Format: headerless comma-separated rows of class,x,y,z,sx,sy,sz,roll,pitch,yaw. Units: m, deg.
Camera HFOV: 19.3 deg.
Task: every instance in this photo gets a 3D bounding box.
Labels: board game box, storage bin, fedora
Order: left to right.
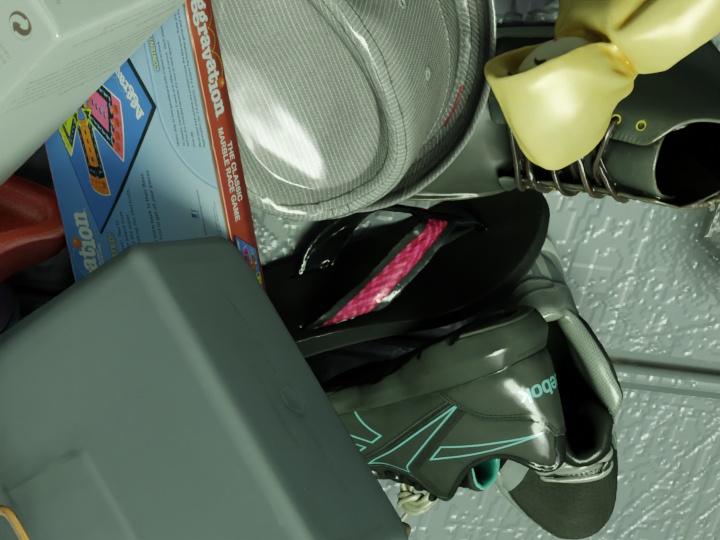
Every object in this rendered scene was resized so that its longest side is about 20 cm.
board game box,-0.095,-0.043,0.932,0.102,0.019,0.202,6,115,35
storage bin,-0.084,0.086,0.871,0.134,0.201,0.145,-38,166,24
fedora,-0.030,-0.102,0.943,0.175,0.091,0.202,-9,116,13

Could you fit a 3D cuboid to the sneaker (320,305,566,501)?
sneaker,0.021,0.081,1.052,0.199,0.075,0.080,-22,93,45

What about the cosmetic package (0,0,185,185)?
cosmetic package,-0.159,-0.088,0.880,0.200,0.101,0.074,-35,88,42

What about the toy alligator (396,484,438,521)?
toy alligator,-0.017,0.179,1.168,0.200,0.059,0.054,-47,162,11

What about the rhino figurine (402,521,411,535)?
rhino figurine,-0.024,0.161,1.002,0.087,0.201,0.060,32,115,-17

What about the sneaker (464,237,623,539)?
sneaker,0.102,0.086,1.099,0.074,0.116,0.201,-22,122,-3

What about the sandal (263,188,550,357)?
sandal,0.000,0.000,1.050,0.198,0.075,0.045,-20,130,2

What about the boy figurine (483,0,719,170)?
boy figurine,0.129,-0.134,0.970,0.200,0.124,0.064,-48,119,-8

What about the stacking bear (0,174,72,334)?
stacking bear,-0.212,0.059,1.015,0.113,0.121,0.202,23,125,20

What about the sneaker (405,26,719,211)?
sneaker,0.090,-0.066,1.013,0.198,0.107,0.075,-15,122,-3
